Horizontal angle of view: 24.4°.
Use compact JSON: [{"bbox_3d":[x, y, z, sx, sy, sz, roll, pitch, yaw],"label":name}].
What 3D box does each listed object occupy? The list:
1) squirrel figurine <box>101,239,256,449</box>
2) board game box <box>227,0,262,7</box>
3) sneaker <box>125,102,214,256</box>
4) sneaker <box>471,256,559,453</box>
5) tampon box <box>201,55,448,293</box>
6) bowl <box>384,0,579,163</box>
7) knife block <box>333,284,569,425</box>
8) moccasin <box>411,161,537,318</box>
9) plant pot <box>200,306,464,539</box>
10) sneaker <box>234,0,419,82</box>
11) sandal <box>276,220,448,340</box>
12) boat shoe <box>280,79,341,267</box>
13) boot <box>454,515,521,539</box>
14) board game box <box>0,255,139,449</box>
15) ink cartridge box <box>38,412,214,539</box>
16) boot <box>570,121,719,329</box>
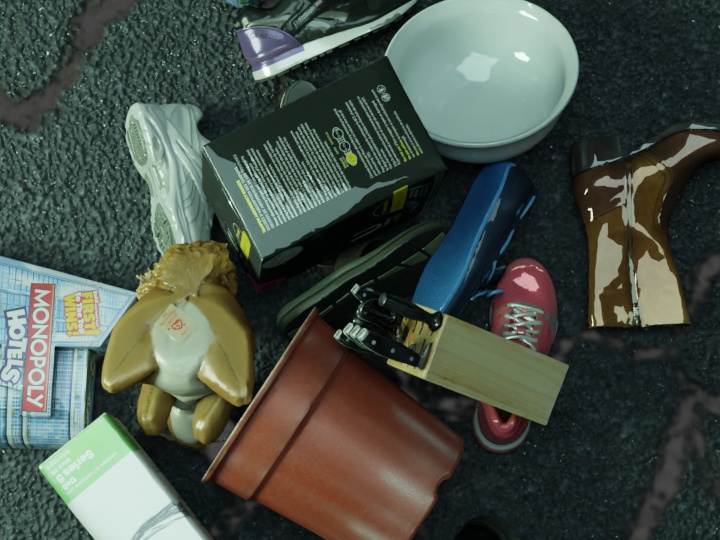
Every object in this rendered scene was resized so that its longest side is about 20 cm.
[{"bbox_3d":[-0.158,0.076,1.617,0.141,0.187,0.201,-2,64,5],"label":"squirrel figurine"},{"bbox_3d":[-0.176,-0.381,1.704,0.062,0.200,0.200,-32,78,-6],"label":"board game box"},{"bbox_3d":[-0.169,-0.083,1.709,0.099,0.078,0.201,-14,88,-26],"label":"sneaker"},{"bbox_3d":[0.160,0.080,1.658,0.073,0.087,0.201,10,77,2],"label":"sneaker"},{"bbox_3d":[-0.039,-0.088,1.606,0.199,0.150,0.127,-27,80,-10],"label":"tampon box"},{"bbox_3d":[0.123,-0.179,1.702,0.200,0.091,0.202,-3,55,4],"label":"bowl"},{"bbox_3d":[0.081,0.076,1.538,0.199,0.176,0.064,21,89,15],"label":"knife block"},{"bbox_3d":[0.121,-0.010,1.672,0.068,0.080,0.201,31,90,-31],"label":"moccasin"},{"bbox_3d":[-0.018,0.172,1.597,0.195,0.201,0.201,34,80,0],"label":"plant pot"},{"bbox_3d":[-0.035,-0.275,1.735,0.199,0.076,0.088,-25,101,-5],"label":"sneaker"},{"bbox_3d":[-0.001,0.000,1.687,0.200,0.080,0.057,-27,53,-7],"label":"sandal"},{"bbox_3d":[-0.045,-0.107,1.719,0.073,0.063,0.203,-8,76,1],"label":"boat shoe"},{"bbox_3d":[0.092,0.314,1.545,0.157,0.211,0.080,-12,119,-18],"label":"boot"},{"bbox_3d":[-0.320,0.077,1.681,0.199,0.062,0.201,1,77,2],"label":"board game box"},{"bbox_3d":[-0.207,0.241,1.587,0.084,0.146,0.200,-38,86,-8],"label":"ink cartridge box"},{"bbox_3d":[0.314,-0.044,1.694,0.187,0.069,0.201,-7,78,-1],"label":"boot"}]
